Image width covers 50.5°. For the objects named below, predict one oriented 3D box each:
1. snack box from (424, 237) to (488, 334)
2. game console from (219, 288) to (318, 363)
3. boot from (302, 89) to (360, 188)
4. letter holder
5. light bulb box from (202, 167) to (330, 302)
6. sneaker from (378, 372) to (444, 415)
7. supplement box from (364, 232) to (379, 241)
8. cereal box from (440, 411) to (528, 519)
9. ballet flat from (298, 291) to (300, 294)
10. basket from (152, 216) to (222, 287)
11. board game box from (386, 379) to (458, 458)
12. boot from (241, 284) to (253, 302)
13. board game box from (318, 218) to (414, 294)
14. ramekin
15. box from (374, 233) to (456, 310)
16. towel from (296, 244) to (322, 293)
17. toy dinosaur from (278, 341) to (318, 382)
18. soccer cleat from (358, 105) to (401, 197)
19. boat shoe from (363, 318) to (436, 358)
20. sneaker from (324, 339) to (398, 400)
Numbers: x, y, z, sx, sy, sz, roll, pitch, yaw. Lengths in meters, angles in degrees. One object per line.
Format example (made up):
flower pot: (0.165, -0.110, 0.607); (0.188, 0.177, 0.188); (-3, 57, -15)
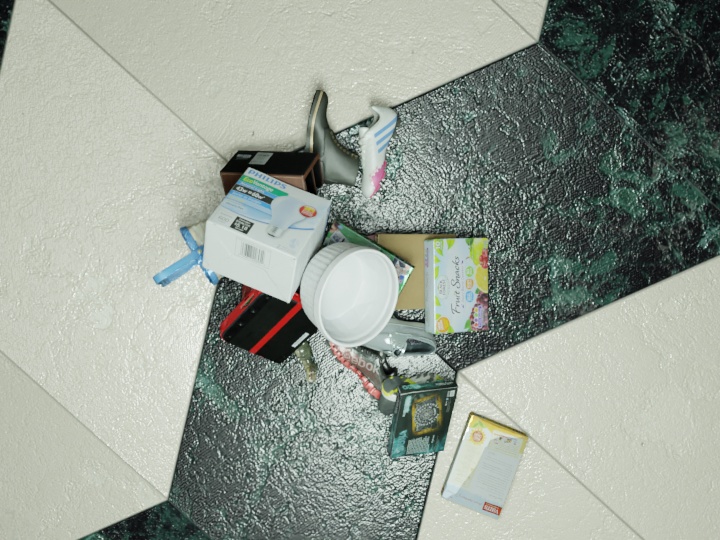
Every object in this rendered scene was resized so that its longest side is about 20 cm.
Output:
snack box: (0.212, 0.032, 1.687); (0.139, 0.053, 0.206); (-3, 93, -22)
game console: (-0.184, 0.112, 1.611); (0.175, 0.032, 0.200); (26, 128, -31)
boot: (-0.055, -0.288, 1.692); (0.135, 0.078, 0.205); (8, 105, -4)
letter holder: (-0.185, -0.171, 1.657); (0.195, 0.101, 0.145); (5, 127, 18)
light bulb box: (-0.186, -0.075, 1.533); (0.194, 0.202, 0.126); (21, 133, 4)
sneaker: (0.122, 0.281, 1.703); (0.195, 0.075, 0.086); (8, 128, -26)
supplement box: (0.006, 0.025, 1.706); (0.106, 0.061, 0.206); (-8, 92, 1)
cereal box: (0.280, 0.443, 1.734); (0.141, 0.040, 0.204); (21, 93, -1)
ballet flat: (-0.101, 0.052, 1.620); (0.069, 0.071, 0.203); (21, 123, -1)
basket: (-0.353, -0.028, 1.646); (0.197, 0.176, 0.141); (-29, 93, -9)
board game box: (0.133, 0.325, 1.666); (0.132, 0.028, 0.204); (-4, 127, -15)
boot: (-0.236, 0.042, 1.678); (0.071, 0.202, 0.147); (-6, 55, -23)
board game box: (0.000, 0.000, 1.631); (0.197, 0.029, 0.137); (32, 103, 7)
ramekin: (-0.029, 0.041, 1.532); (0.196, 0.104, 0.205); (-14, 115, -32)
box: (0.123, 0.002, 1.688); (0.195, 0.021, 0.168); (-1, 93, -22)
towel: (-0.143, -0.006, 1.692); (0.196, 0.030, 0.149); (23, 102, 9)
toy dinosaur: (-0.158, 0.161, 1.722); (0.086, 0.047, 0.205); (-18, 88, -3)
soccer cleat: (0.022, -0.266, 1.684); (0.085, 0.070, 0.205); (18, 85, -23)
boat shoe: (0.082, 0.153, 1.665); (0.196, 0.072, 0.071); (4, 128, -28)
sneaker: (0.007, 0.190, 1.699); (0.098, 0.071, 0.201); (-42, 94, 21)
